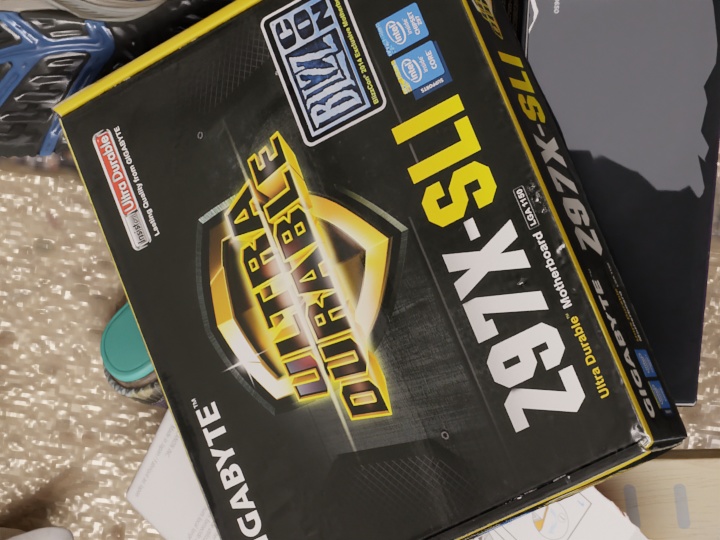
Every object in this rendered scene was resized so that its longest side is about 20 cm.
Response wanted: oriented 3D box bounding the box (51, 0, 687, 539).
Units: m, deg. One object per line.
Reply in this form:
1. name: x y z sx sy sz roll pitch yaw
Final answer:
1. box: 0.000 0.000 0.810 0.159 0.049 0.201 -26 78 21

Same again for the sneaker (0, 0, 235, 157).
1. sneaker: -0.069 -0.086 0.904 0.198 0.077 0.076 5 114 3

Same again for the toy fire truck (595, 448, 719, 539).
1. toy fire truck: 0.082 0.119 0.922 0.128 0.200 0.177 -32 107 -12

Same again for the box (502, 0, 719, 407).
1. box: 0.088 -0.068 0.889 0.078 0.141 0.201 0 112 -4

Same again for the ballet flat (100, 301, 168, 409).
1. ballet flat: -0.017 -0.012 0.956 0.200 0.072 0.072 -41 107 14

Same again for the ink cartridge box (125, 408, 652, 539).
1. ink cartridge box: 0.016 0.088 0.876 0.200 0.050 0.161 41 124 19

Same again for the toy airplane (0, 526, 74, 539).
1. toy airplane: -0.217 0.134 0.957 0.198 0.142 0.201 -1 135 17
